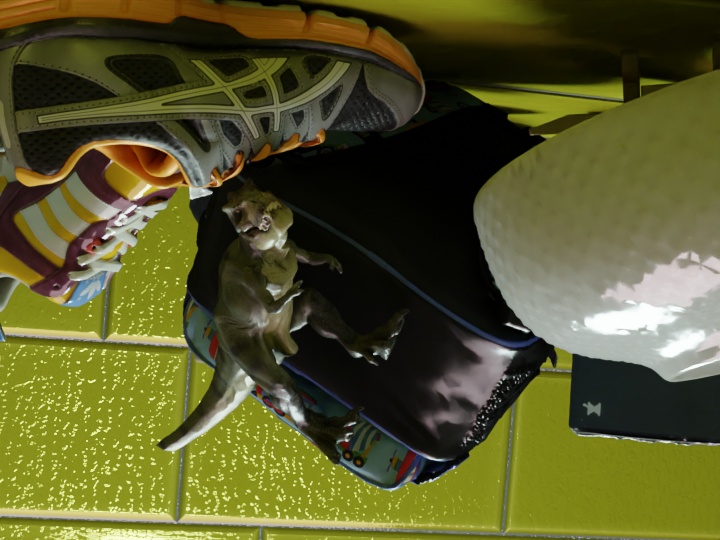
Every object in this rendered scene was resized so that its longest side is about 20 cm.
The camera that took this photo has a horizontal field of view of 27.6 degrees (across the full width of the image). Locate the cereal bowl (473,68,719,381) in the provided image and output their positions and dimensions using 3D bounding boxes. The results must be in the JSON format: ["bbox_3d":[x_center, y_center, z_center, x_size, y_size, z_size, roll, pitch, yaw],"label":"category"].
[{"bbox_3d":[0.144,-0.012,0.531,0.198,0.084,0.200,-13,168,-3],"label":"cereal bowl"}]

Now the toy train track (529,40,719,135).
[{"bbox_3d":[0.132,-0.078,0.625,0.113,0.033,0.200,-2,-174,11],"label":"toy train track"}]

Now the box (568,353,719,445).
[{"bbox_3d":[0.211,0.006,1.005,0.122,0.203,0.196,3,-178,13],"label":"box"}]

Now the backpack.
[{"bbox_3d":[0.029,-0.010,0.745,0.182,0.135,0.200,32,-147,12],"label":"backpack"}]

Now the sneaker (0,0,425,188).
[{"bbox_3d":[-0.059,-0.068,0.581,0.198,0.078,0.078,2,-179,-36],"label":"sneaker"}]

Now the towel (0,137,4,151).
[{"bbox_3d":[-0.154,-0.084,0.795,0.198,0.031,0.149,-9,179,15],"label":"towel"}]

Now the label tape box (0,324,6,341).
[{"bbox_3d":[-0.255,-0.050,0.690,0.198,0.145,0.064,6,-142,18],"label":"label tape box"}]

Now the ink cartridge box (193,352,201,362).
[{"bbox_3d":[-0.040,-0.020,1.161,0.163,0.203,0.075,5,-178,17],"label":"ink cartridge box"}]

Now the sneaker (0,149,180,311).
[{"bbox_3d":[-0.140,-0.030,0.797,0.198,0.091,0.075,-12,176,34],"label":"sneaker"}]

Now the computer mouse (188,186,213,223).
[{"bbox_3d":[-0.067,-0.053,1.024,0.137,0.053,0.200,-19,175,-18],"label":"computer mouse"}]

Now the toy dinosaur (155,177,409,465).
[{"bbox_3d":[-0.034,0.035,0.648,0.087,0.201,0.048,25,-133,4],"label":"toy dinosaur"}]
